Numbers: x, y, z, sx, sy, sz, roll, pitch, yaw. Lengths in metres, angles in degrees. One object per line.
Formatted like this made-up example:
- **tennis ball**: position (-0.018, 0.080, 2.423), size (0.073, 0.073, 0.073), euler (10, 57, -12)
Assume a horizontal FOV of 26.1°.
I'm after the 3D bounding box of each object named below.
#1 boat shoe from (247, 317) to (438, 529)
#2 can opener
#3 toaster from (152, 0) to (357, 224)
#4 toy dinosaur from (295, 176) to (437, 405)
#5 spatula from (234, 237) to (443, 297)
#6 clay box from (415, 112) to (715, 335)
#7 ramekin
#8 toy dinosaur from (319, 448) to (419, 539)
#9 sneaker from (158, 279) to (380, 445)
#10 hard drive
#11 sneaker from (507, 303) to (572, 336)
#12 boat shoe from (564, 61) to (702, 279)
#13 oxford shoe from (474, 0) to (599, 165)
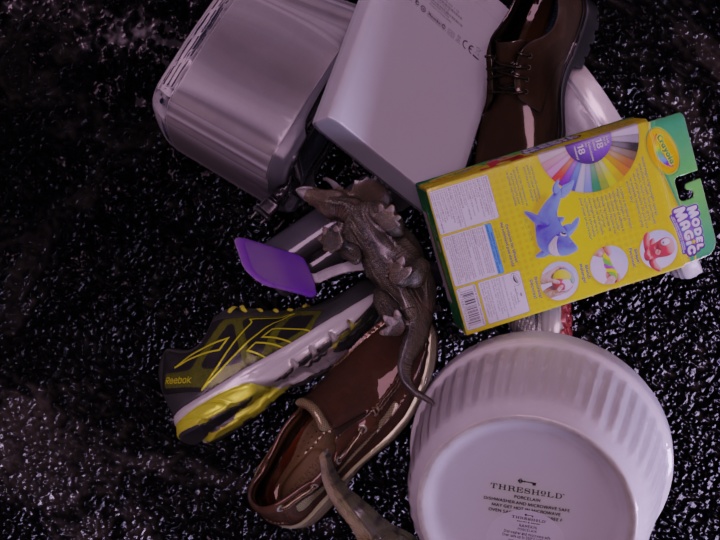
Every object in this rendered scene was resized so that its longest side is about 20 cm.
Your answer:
- **boat shoe**: position (-0.015, 0.114, 1.201), size (0.075, 0.075, 0.202), euler (35, 94, 32)
- **can opener**: position (0.000, -0.061, 1.258), size (0.200, 0.053, 0.067), euler (-34, 48, 2)
- **toaster**: position (-0.075, -0.140, 1.228), size (0.129, 0.114, 0.200), euler (28, 75, 13)
- **toy dinosaur**: position (0.026, 0.000, 1.156), size (0.077, 0.102, 0.200), euler (-36, 81, 15)
- **spatula**: position (0.000, 0.000, 1.216), size (0.200, 0.057, 0.021), euler (2, 128, -19)
- **clay box**: position (0.153, -0.038, 1.145), size (0.200, 0.048, 0.115), euler (-17, 100, -6)
- **ramekin**: position (0.128, 0.155, 1.143), size (0.200, 0.105, 0.200), euler (4, 111, 11)
- **toy dinosaur**: position (0.012, 0.228, 1.201), size (0.088, 0.047, 0.200), euler (-46, 107, 3)
- **sneaker**: position (-0.075, 0.055, 1.232), size (0.200, 0.074, 0.085), euler (-32, 71, -4)
- **hard drive**: position (0.044, -0.157, 1.193), size (0.132, 0.027, 0.200), euler (36, 56, -29)
- **sneaker**: position (0.122, 0.009, 1.222), size (0.082, 0.078, 0.200), euler (-9, 73, 9)
- **boat shoe**: position (0.195, -0.071, 1.222), size (0.068, 0.072, 0.200), euler (-32, 83, 10)
- **oxford shoe**: position (0.117, -0.137, 1.188), size (0.073, 0.084, 0.200), euler (5, 74, 36)
